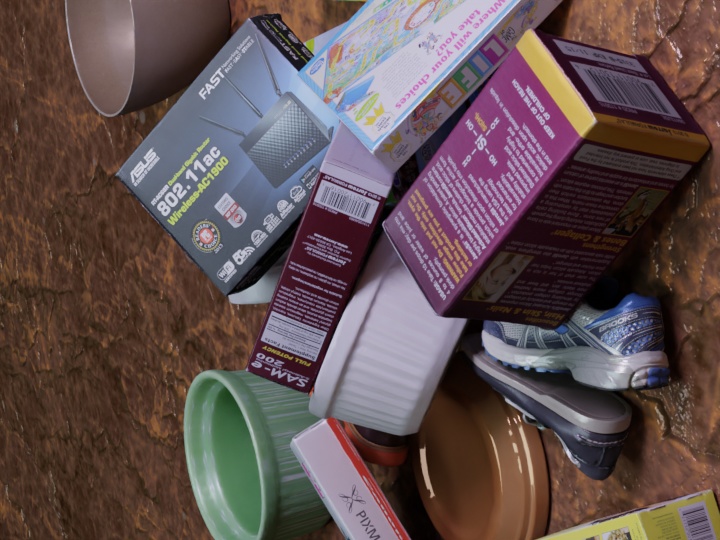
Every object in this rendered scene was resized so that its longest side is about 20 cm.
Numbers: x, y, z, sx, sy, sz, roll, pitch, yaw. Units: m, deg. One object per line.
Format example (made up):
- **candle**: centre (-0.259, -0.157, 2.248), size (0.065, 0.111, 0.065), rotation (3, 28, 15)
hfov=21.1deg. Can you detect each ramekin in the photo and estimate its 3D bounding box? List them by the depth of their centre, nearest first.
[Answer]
- **ramekin**: centre (0.038, 0.048, 1.636), size (0.094, 0.202, 0.203), rotation (25, 135, 5)
- **ramekin**: centre (-0.103, 0.196, 2.046), size (0.200, 0.098, 0.200), rotation (29, 124, 56)

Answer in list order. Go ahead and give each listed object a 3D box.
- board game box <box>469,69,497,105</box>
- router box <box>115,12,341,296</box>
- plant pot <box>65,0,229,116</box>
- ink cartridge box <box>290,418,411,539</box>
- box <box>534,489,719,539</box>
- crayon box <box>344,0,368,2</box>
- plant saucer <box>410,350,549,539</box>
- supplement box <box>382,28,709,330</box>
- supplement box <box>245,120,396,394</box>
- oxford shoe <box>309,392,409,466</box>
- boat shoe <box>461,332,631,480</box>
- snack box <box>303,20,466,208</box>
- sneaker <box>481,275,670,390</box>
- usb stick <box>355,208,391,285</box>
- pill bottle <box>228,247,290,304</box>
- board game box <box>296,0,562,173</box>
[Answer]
- **board game box**: centre (0.129, -0.126, 1.576), size (0.103, 0.019, 0.200), rotation (-39, 64, 58)
- **router box**: centre (-0.094, -0.099, 1.669), size (0.150, 0.062, 0.200), rotation (47, 113, 9)
- **plant pot**: centre (-0.219, -0.272, 2.071), size (0.200, 0.134, 0.201), rotation (32, 127, 56)
- **ink cartridge box**: centre (0.004, 0.230, 1.791), size (0.200, 0.044, 0.174), rotation (58, 173, 6)
- **box**: centre (0.197, 0.216, 1.502), size (0.200, 0.075, 0.050), rotation (-33, 72, 60)
- **crayon box**: centre (-0.006, -0.303, 1.734), size (0.200, 0.058, 0.119), rotation (18, 115, 60)
- **plant saucer**: centre (0.098, 0.172, 1.717), size (0.200, 0.037, 0.200), rotation (32, 127, 55)
- **supplement box**: centre (0.133, -0.062, 1.410), size (0.200, 0.131, 0.103), rotation (-52, 51, 29)
- **supplement box**: centre (-0.028, -0.012, 1.581), size (0.109, 0.061, 0.200), rotation (-71, 3, -64)
- **oxford shoe**: centre (0.003, 0.109, 1.845), size (0.200, 0.071, 0.073), rotation (46, 129, 56)
- **boat shoe**: centre (0.143, 0.107, 1.569), size (0.200, 0.073, 0.063), rotation (33, 126, 52)
- **snack box**: centre (0.019, -0.140, 1.731), size (0.200, 0.068, 0.169), rotation (-14, 88, 64)
- **sneaker**: centre (0.170, 0.039, 1.511), size (0.200, 0.077, 0.085), rotation (10, 98, 54)
- **usb stick**: centre (0.000, 0.000, 1.775), size (0.033, 0.055, 0.200), rotation (60, 165, 21)
- **pill bottle**: centre (-0.087, -0.076, 1.767), size (0.114, 0.114, 0.200), rotation (6, 106, 62)
- **board game box**: centre (0.056, -0.188, 1.539), size (0.200, 0.034, 0.134), rotation (-45, 44, 4)
